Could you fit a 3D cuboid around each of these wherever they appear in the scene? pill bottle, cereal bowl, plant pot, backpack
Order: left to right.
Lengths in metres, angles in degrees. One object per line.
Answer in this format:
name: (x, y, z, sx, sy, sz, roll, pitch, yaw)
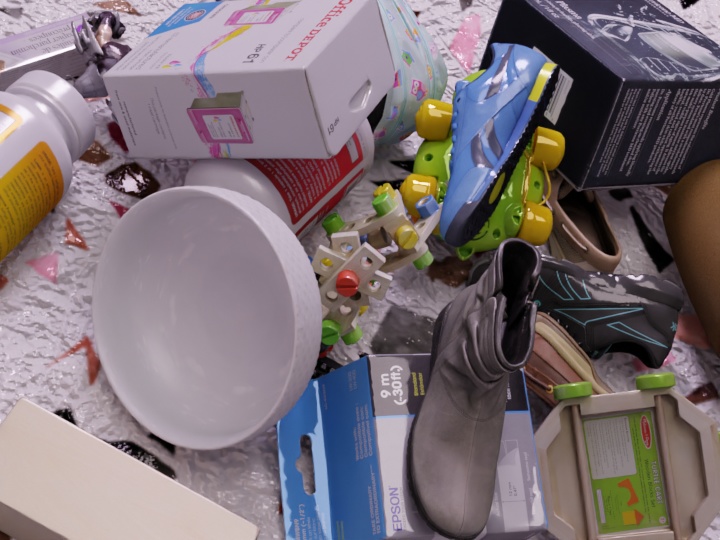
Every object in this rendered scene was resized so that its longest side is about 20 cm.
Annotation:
pill bottle: (-0.306, -0.075, 1.009, 0.110, 0.112, 0.201, 31, 50, 5)
cereal bowl: (-0.109, 0.033, 0.960, 0.200, 0.201, 0.083, 47, 26, 18)
pill bottle: (-0.082, -0.075, 1.086, 0.112, 0.113, 0.200, 36, 51, 10)
backpack: (-0.012, -0.213, 1.193, 0.126, 0.167, 0.201, -21, 69, -37)
plant pot: (0.379, -0.008, 1.175, 0.184, 0.188, 0.201, -7, 42, -23)

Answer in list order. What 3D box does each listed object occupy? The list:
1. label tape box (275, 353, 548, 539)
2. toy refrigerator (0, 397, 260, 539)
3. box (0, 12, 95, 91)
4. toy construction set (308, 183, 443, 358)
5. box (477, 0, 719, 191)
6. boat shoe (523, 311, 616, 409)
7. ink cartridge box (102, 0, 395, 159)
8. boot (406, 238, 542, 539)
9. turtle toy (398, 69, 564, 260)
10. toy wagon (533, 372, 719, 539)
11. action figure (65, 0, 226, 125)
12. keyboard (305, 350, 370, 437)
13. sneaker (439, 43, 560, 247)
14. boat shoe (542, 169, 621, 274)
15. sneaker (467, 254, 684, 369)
label tape box: (0.037, 0.143, 0.972, 0.197, 0.066, 0.145, 1, 69, -18)
toy refrigerator: (-0.179, 0.180, 0.891, 0.198, 0.070, 0.076, 27, 57, 3)
box: (-0.327, -0.182, 1.129, 0.199, 0.042, 0.039, -28, 67, -32)
toy construction set: (0.000, 0.000, 1.024, 0.093, 0.130, 0.200, 61, 21, -8)
box: (0.254, -0.185, 1.237, 0.194, 0.125, 0.200, -4, 38, -33)
boat shoe: (0.197, 0.131, 1.067, 0.067, 0.072, 0.201, -40, 81, -3)
ink cartridge box: (-0.089, -0.163, 1.037, 0.198, 0.085, 0.145, 4, 37, 26)
boot: (0.086, 0.085, 0.901, 0.067, 0.131, 0.203, 11, 65, -10)
turtle toy: (0.112, -0.102, 1.169, 0.144, 0.101, 0.203, 14, 72, -5)
toy wagon: (0.238, 0.163, 1.004, 0.197, 0.040, 0.158, -7, 83, 3)
action figure: (-0.189, -0.193, 1.152, 0.199, 0.069, 0.131, -29, 98, -35)
keyboard: (0.012, 0.110, 1.028, 0.198, 0.040, 0.105, 29, 51, 2)
sneaker: (0.103, -0.113, 1.088, 0.078, 0.066, 0.202, 24, 71, 12)
boat shoe: (0.205, -0.074, 1.216, 0.070, 0.065, 0.202, -8, 58, -24)
sneaker: (0.193, 0.035, 1.125, 0.197, 0.075, 0.080, 11, 79, 7)
